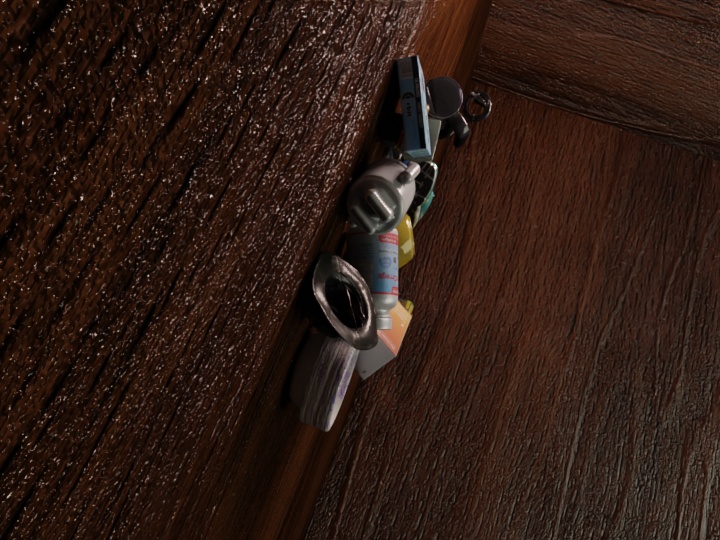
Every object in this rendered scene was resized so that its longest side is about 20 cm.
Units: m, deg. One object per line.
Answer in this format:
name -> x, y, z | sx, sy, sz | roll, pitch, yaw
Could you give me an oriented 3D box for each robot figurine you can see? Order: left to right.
robot figurine -> 0.041, -0.143, 1.088 | 0.168, 0.114, 0.201 | -30, -165, 30

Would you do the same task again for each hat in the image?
hat -> -0.049, 0.066, 1.027 | 0.080, 0.203, 0.201 | -25, -166, 25

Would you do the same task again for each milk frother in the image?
milk frother -> 0.279, -0.482, 1.656 | 0.202, 0.179, 0.188 | -54, 173, 0

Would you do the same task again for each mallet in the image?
mallet -> 0.071, -0.267, 1.245 | 0.200, 0.040, 0.067 | 75, 34, -74

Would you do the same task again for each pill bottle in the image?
pill bottle -> 0.024, 0.017, 1.161 | 0.109, 0.106, 0.206 | 48, 42, -82

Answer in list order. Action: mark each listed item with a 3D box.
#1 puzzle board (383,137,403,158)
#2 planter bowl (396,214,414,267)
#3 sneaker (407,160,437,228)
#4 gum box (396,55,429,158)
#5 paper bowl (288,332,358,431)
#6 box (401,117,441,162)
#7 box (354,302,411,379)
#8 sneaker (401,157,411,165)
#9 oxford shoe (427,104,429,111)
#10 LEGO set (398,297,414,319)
puzzle board -> 0.087, -0.293, 1.421 | 0.152, 0.017, 0.203 | 97, 14, -57
planter bowl -> 0.082, -0.077, 1.352 | 0.200, 0.081, 0.206 | -9, 90, -87
sneaker -> 0.140, -0.187, 1.369 | 0.079, 0.077, 0.202 | -35, 158, -33
gum box -> 0.113, -0.326, 1.179 | 0.200, 0.043, 0.175 | -35, 118, -77
paper bowl -> -0.075, 0.207, 1.152 | 0.201, 0.102, 0.205 | 19, 89, -82
box -> 0.146, -0.313, 1.387 | 0.200, 0.076, 0.097 | -54, 157, -79
box -> 0.019, 0.123, 1.340 | 0.106, 0.153, 0.200 | -38, -172, 25
sneaker -> 0.137, -0.274, 1.557 | 0.075, 0.077, 0.205 | -82, -171, -75
oxford shoe -> 0.177, -0.386, 1.593 | 0.201, 0.083, 0.074 | 93, 21, -61
LEGO set -> 0.035, 0.120, 1.498 | 0.118, 0.197, 0.154 | -64, -169, -28
